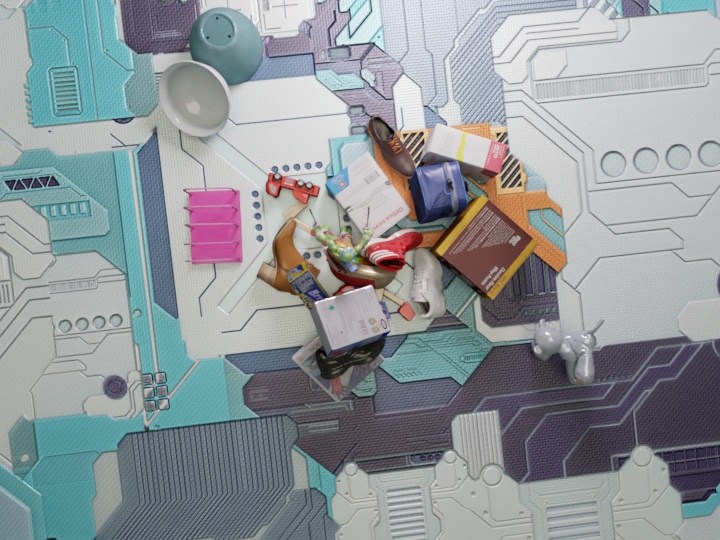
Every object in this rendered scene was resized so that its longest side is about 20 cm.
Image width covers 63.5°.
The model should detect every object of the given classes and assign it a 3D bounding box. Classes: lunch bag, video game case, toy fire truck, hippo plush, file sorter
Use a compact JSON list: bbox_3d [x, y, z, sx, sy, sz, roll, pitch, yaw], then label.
[{"bbox_3d":[0.214,-0.209,1.544,0.132,0.200,0.136,-13,87,-3],"label":"lunch bag"},{"bbox_3d":[-0.057,0.241,1.593,0.182,0.023,0.200,-42,116,-1],"label":"video game case"},{"bbox_3d":[0.037,0.094,1.611,0.141,0.049,0.200,-44,91,-2],"label":"toy fire truck"},{"bbox_3d":[0.547,0.222,1.582,0.160,0.200,0.160,7,69,5],"label":"hippo plush"},{"bbox_3d":[-0.398,-0.119,1.557,0.139,0.125,0.201,-2,91,-3],"label":"file sorter"},{"bbox_3d":[-0.172,-0.180,1.604,0.199,0.049,0.141,15,92,-2],"label":"toy fire truck"}]

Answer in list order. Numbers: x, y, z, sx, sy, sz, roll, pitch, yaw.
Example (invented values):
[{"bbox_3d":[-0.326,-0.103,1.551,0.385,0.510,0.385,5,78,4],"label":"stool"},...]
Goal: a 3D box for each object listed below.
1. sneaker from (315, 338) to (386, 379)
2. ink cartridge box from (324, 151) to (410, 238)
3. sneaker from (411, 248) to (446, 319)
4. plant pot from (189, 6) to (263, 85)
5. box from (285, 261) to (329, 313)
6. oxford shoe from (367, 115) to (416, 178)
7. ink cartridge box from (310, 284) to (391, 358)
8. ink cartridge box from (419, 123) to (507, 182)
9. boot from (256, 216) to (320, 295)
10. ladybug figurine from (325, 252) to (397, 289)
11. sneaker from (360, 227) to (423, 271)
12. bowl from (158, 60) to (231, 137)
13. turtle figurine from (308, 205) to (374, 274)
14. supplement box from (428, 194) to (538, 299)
[{"bbox_3d":[-0.026,0.211,1.544,0.200,0.076,0.091,-26,108,-10],"label":"sneaker"},{"bbox_3d":[0.019,-0.197,1.593,0.146,0.086,0.200,-37,94,-1],"label":"ink cartridge box"},{"bbox_3d":[0.179,0.038,1.594,0.100,0.075,0.201,-14,91,-46],"label":"sneaker"},{"bbox_3d":[-0.364,-0.611,1.544,0.200,0.135,0.201,0,91,-3],"label":"plant pot"},{"bbox_3d":[-0.118,0.078,1.567,0.064,0.070,0.200,-33,116,-1],"label":"box"},{"bbox_3d":[0.086,-0.337,1.599,0.071,0.073,0.200,-40,93,-2],"label":"oxford shoe"},{"bbox_3d":[-0.012,0.126,1.508,0.200,0.076,0.137,-17,73,-19],"label":"ink cartridge box"},{"bbox_3d":[0.274,-0.315,1.571,0.200,0.145,0.084,16,90,-3],"label":"ink cartridge box"},{"bbox_3d":[-0.177,-0.032,1.595,0.154,0.074,0.200,26,102,-9],"label":"boot"},{"bbox_3d":[0.000,0.000,1.578,0.200,0.136,0.072,16,113,16],"label":"ladybug figurine"},{"bbox_3d":[0.108,-0.045,1.558,0.200,0.116,0.078,-19,135,-27],"label":"sneaker"},{"bbox_3d":[-0.424,-0.466,1.548,0.201,0.090,0.201,8,124,11],"label":"bowl"},{"bbox_3d":[-0.047,-0.105,1.493,0.144,0.194,0.200,-26,107,-9],"label":"turtle figurine"},{"bbox_3d":[0.330,-0.061,1.585,0.200,0.133,0.197,40,89,-2],"label":"supplement box"}]
